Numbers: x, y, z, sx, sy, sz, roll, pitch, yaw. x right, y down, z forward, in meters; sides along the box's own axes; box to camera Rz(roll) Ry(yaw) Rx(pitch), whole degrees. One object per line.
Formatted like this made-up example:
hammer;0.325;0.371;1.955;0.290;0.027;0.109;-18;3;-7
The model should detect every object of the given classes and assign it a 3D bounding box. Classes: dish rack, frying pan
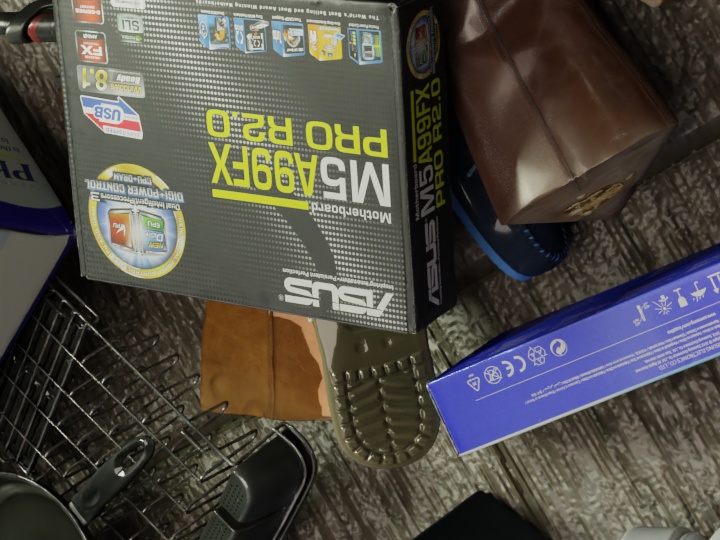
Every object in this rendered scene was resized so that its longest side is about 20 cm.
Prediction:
dish rack;-0.129;0.098;1.237;0.200;0.055;0.154;42;131;17
frying pan;-0.178;0.136;1.238;0.115;0.031;0.190;33;120;20

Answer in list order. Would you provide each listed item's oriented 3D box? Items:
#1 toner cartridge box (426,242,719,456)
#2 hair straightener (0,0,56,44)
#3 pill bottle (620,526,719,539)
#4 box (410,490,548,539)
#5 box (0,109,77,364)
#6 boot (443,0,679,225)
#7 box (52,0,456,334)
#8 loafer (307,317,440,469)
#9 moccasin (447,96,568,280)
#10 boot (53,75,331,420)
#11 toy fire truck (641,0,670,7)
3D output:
toner cartridge box;0.139;0.029;1.083;0.200;0.095;0.043;-24;91;29
hair straightener;-0.120;-0.151;1.196;0.200;0.041;0.077;-1;58;23
pill bottle;0.225;0.179;1.064;0.200;0.114;0.114;1;102;26
box;0.025;0.236;1.156;0.104;0.148;0.200;38;114;14
box;-0.276;-0.019;1.229;0.184;0.105;0.200;-56;49;25
boot;0.034;-0.090;1.052;0.186;0.064;0.200;-33;79;21
box;-0.052;-0.063;1.057;0.200;0.044;0.161;10;113;30
loafer;0.000;0.000;1.130;0.076;0.067;0.201;-3;94;-6
moccasin;0.061;-0.094;1.102;0.068;0.080;0.200;-25;91;24
boot;-0.080;-0.020;1.211;0.188;0.068;0.200;5;111;17
toy fire truck;0.164;-0.170;1.050;0.141;0.049;0.200;-16;95;28
